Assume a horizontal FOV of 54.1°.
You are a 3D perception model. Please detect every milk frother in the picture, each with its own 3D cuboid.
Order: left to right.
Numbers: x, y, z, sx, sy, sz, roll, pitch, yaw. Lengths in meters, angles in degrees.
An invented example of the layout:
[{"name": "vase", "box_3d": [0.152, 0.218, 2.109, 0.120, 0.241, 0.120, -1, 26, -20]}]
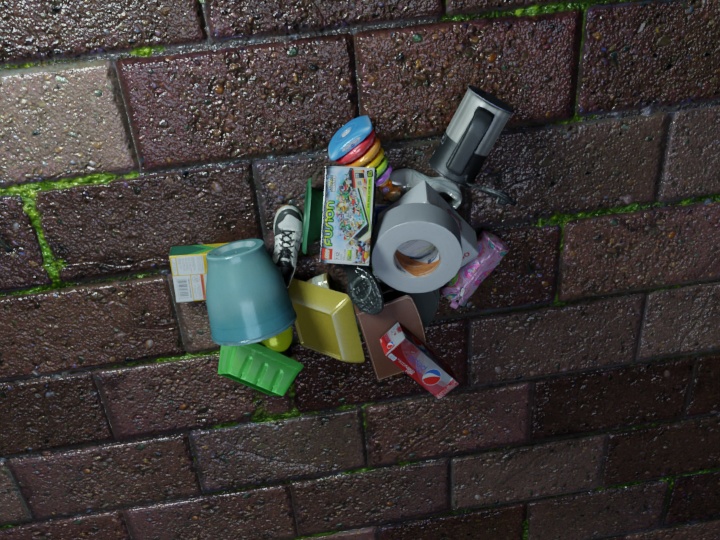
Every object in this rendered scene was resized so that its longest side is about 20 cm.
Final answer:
[{"name": "milk frother", "box_3d": [0.279, -0.261, 1.529, 0.197, 0.181, 0.190, 21, 116, -16]}]

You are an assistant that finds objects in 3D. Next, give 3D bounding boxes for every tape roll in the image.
[{"name": "tape roll", "box_3d": [0.121, -0.046, 1.525, 0.196, 0.067, 0.203, 1, 131, 1]}]

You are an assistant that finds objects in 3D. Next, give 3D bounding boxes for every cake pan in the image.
[{"name": "cake pan", "box_3d": [0.098, 0.084, 1.703, 0.196, 0.037, 0.203, -4, 121, -7]}]

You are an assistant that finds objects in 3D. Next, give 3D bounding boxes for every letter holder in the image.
[{"name": "letter holder", "box_3d": [0.072, 0.132, 1.647, 0.140, 0.101, 0.202, -18, 121, 0]}]

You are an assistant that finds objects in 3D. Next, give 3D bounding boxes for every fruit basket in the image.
[{"name": "fruit basket", "box_3d": [-0.238, 0.192, 1.766, 0.212, 0.155, 0.220, 5, 80, -28]}]

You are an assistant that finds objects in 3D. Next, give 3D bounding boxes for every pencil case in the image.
[{"name": "pencil case", "box_3d": [0.279, -0.001, 1.742, 0.087, 0.088, 0.201, 27, 112, -22]}]

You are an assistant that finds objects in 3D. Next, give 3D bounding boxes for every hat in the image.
[{"name": "hat", "box_3d": [-0.039, -0.117, 1.577, 0.173, 0.200, 0.168, 5, 110, -7]}]

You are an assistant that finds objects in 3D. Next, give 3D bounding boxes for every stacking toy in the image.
[{"name": "stacking toy", "box_3d": [0.026, -0.225, 1.548, 0.115, 0.110, 0.201, -34, 117, 12]}]

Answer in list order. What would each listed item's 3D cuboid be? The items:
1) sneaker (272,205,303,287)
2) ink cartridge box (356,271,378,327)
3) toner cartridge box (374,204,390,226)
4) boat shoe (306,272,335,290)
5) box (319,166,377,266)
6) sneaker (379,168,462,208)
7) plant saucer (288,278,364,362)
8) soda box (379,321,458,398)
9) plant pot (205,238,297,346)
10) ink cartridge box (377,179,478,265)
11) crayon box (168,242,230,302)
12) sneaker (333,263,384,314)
[{"name": "sneaker", "box_3d": [-0.169, -0.049, 1.642, 0.074, 0.088, 0.203, 3, 119, -8]}, {"name": "ink cartridge box", "box_3d": [0.056, 0.036, 1.735, 0.145, 0.076, 0.203, 0, 119, -9]}, {"name": "toner cartridge box", "box_3d": [0.118, -0.102, 1.668, 0.196, 0.043, 0.096, 2, 116, -16]}, {"name": "boat shoe", "box_3d": [-0.085, 0.096, 1.756, 0.065, 0.074, 0.203, -10, 119, 9]}, {"name": "box", "box_3d": [-0.025, -0.114, 1.482, 0.108, 0.035, 0.204, 3, 89, 9]}, {"name": "sneaker", "box_3d": [0.142, -0.184, 1.615, 0.197, 0.081, 0.071, 4, 122, -10]}, {"name": "plant saucer", "box_3d": [-0.095, 0.131, 1.698, 0.048, 0.198, 0.203, -40, 131, -37]}, {"name": "soda box", "box_3d": [0.133, 0.207, 1.605, 0.063, 0.070, 0.200, -42, 119, 11]}, {"name": "plant pot", "box_3d": [-0.256, 0.038, 1.567, 0.196, 0.200, 0.191, -11, 107, -2]}, {"name": "ink cartridge box", "box_3d": [0.153, -0.081, 1.593, 0.144, 0.085, 0.200, -33, 122, 27]}, {"name": "crayon box", "box_3d": [-0.342, 0.003, 1.666, 0.196, 0.052, 0.128, -4, 121, -6]}, {"name": "sneaker", "box_3d": [0.000, 0.000, 1.548, 0.075, 0.091, 0.202, -27, 90, 26]}]
